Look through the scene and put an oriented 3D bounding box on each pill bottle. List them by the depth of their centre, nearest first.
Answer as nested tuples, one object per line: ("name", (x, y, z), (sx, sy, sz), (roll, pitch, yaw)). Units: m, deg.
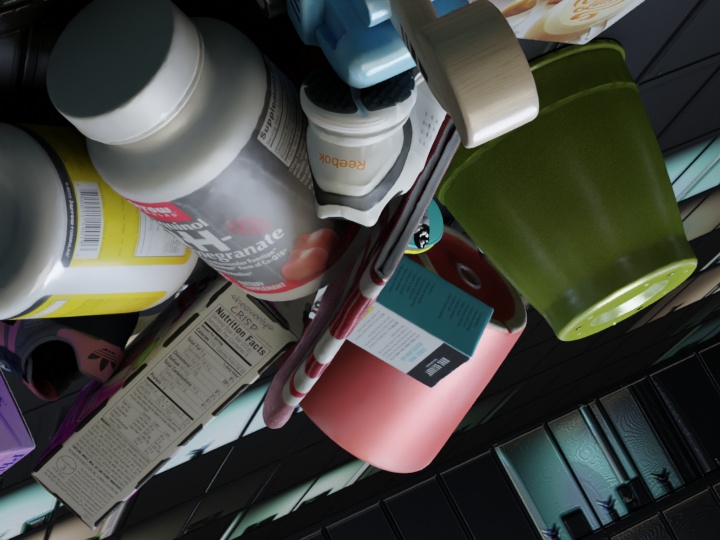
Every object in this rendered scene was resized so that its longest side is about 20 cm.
("pill bottle", (-0.082, -0.071, 0.967), (0.111, 0.111, 0.200), (-32, 142, 14))
("pill bottle", (-0.164, -0.029, 1.042), (0.112, 0.112, 0.200), (-35, 164, 25))

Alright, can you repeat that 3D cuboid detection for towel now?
("towel", (0.000, 0.000, 1.061), (0.144, 0.023, 0.200), (-63, -175, -36))

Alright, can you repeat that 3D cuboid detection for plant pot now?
("plant pot", (0.174, -0.053, 1.433), (0.200, 0.193, 0.200), (-26, 166, -7))
("plant pot", (0.048, 0.061, 1.645), (0.177, 0.200, 0.200), (-47, 159, 24))

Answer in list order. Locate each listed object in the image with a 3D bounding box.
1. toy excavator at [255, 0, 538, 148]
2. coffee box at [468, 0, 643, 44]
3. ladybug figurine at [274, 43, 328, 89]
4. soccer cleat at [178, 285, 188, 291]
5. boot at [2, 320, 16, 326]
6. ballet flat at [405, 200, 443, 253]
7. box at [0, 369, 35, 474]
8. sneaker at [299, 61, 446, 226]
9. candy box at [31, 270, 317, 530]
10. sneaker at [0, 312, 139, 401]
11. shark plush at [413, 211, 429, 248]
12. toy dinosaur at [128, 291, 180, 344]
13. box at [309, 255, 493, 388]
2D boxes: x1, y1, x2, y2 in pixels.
("toy excavator", (0.021, -0.130, 0.851), (0.100, 0.200, 0.194), (-27, 166, -8))
("coffee box", (0.110, -0.199, 1.025), (0.114, 0.080, 0.200), (-36, 164, 29))
("ladybug figurine", (0.002, -0.118, 1.124), (0.200, 0.072, 0.136), (-25, 165, -11))
("soccer cleat", (-0.119, -0.032, 1.220), (0.200, 0.085, 0.069), (-7, 128, -10))
("boot", (-0.287, 0.020, 1.085), (0.162, 0.073, 0.198), (-29, 166, 27))
("ballet flat", (-0.004, -0.046, 1.415), (0.067, 0.067, 0.200), (-11, 172, 27))
("box", (-0.378, 0.143, 1.278), (0.176, 0.097, 0.200), (-36, 165, 29))
("sneaker", (0.012, -0.089, 0.978), (0.200, 0.074, 0.080), (-49, 146, -59))
("candy box", (-0.117, 0.063, 1.145), (0.200, 0.061, 0.136), (-42, -169, 18))
("sneaker", (-0.227, 0.052, 1.190), (0.070, 0.082, 0.200), (27, 150, -32))
("shark plush", (0.023, -0.049, 1.291), (0.091, 0.083, 0.200), (-14, 140, -33))
("toy dinosaur", (-0.181, 0.045, 1.302), (0.200, 0.058, 0.101), (-15, -164, 32))
("box", (-0.006, 0.010, 1.318), (0.049, 0.200, 0.082), (-63, -172, -27))
